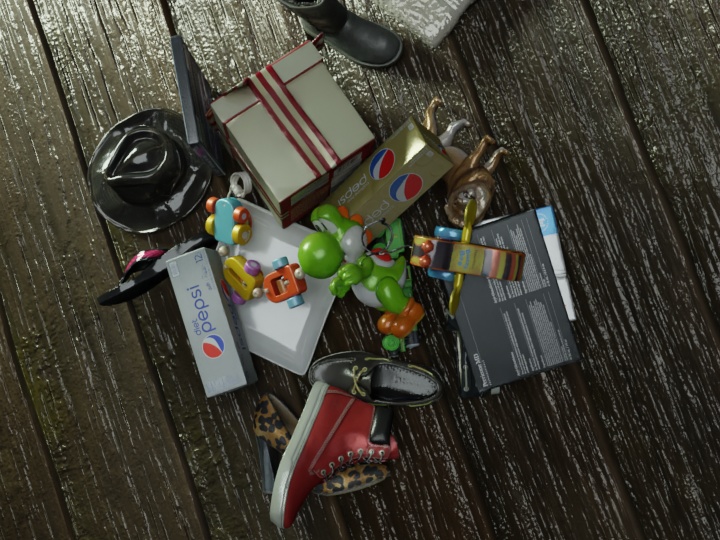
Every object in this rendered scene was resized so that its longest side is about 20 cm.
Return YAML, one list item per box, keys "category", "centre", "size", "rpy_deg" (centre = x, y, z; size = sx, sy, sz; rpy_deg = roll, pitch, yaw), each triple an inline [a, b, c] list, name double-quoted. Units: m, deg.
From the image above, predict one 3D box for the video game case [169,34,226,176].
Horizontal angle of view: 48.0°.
- category: "video game case"
  centre: [-0.224, -0.222, 1.130]
  size: [0.019, 0.200, 0.145]
  rpy_deg: [-11, 85, -2]

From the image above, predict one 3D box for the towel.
- category: "towel"
  centre: [0.076, -0.435, 1.196]
  size: [0.200, 0.034, 0.133]
  rpy_deg: [41, 93, 6]

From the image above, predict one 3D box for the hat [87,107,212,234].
- category: "hat"
  centre: [-0.324, -0.152, 1.196]
  size: [0.197, 0.081, 0.204]
  rpy_deg: [0, 87, 6]

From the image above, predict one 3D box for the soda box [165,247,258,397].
- category: "soda box"
  centre: [-0.210, 0.073, 1.147]
  size: [0.063, 0.068, 0.203]
  rpy_deg: [-19, 85, 5]

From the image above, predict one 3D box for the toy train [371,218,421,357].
- category: "toy train"
  centre: [0.049, 0.022, 1.165]
  size: [0.056, 0.042, 0.203]
  rpy_deg: [-7, 85, -5]

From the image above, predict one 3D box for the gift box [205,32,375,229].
- category: "gift box"
  centre: [-0.091, -0.197, 1.108]
  size: [0.183, 0.200, 0.188]
  rpy_deg: [-34, 83, -13]

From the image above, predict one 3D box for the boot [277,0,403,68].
- category: "boot"
  centre: [-0.033, -0.353, 1.117]
  size: [0.180, 0.200, 0.074]
  rpy_deg: [20, 89, 7]

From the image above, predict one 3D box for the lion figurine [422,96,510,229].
- category: "lion figurine"
  centre: [0.128, -0.151, 1.139]
  size: [0.123, 0.072, 0.200]
  rpy_deg: [-52, 46, 12]

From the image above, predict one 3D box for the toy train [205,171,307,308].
- category: "toy train"
  centre: [-0.139, -0.033, 1.132]
  size: [0.149, 0.055, 0.202]
  rpy_deg: [-30, 82, 39]

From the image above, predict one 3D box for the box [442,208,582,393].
- category: "box"
  centre: [0.187, 0.037, 1.055]
  size: [0.139, 0.079, 0.203]
  rpy_deg: [-18, 92, 3]

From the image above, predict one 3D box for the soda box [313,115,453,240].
- category: "soda box"
  centre: [0.029, -0.112, 1.115]
  size: [0.200, 0.067, 0.064]
  rpy_deg: [-42, 47, 21]

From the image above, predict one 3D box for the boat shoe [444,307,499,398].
- category: "boat shoe"
  centre: [0.148, 0.079, 1.131]
  size: [0.059, 0.076, 0.203]
  rpy_deg: [-11, 84, 0]

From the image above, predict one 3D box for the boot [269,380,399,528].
- category: "boot"
  centre: [-0.029, 0.262, 1.079]
  size: [0.142, 0.073, 0.202]
  rpy_deg: [20, 65, 8]

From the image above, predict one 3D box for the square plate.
- category: "square plate"
  centre: [-0.131, 0.023, 1.190]
  size: [0.196, 0.028, 0.202]
  rpy_deg: [23, 89, 7]

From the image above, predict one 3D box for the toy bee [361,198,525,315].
- category: "toy bee"
  centre: [0.102, -0.011, 0.969]
  size: [0.197, 0.109, 0.133]
  rpy_deg: [-11, 94, 6]

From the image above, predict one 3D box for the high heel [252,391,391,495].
- category: "high heel"
  centre: [-0.058, 0.239, 1.142]
  size: [0.197, 0.071, 0.145]
  rpy_deg: [-6, 92, 15]

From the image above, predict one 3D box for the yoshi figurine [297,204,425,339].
- category: "yoshi figurine"
  centre: [-0.012, 0.010, 1.074]
  size: [0.112, 0.112, 0.201]
  rpy_deg: [-33, 104, 27]

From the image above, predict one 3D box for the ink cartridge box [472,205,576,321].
- category: "ink cartridge box"
  centre: [0.231, 0.022, 1.129]
  size: [0.114, 0.067, 0.203]
  rpy_deg: [-12, 85, 6]

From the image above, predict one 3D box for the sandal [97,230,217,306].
- category: "sandal"
  centre: [-0.301, -0.012, 1.191]
  size: [0.199, 0.075, 0.045]
  rpy_deg: [-34, 85, -5]

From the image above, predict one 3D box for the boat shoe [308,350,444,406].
- category: "boat shoe"
  centre: [0.020, 0.153, 1.147]
  size: [0.198, 0.061, 0.073]
  rpy_deg: [4, 86, 6]
